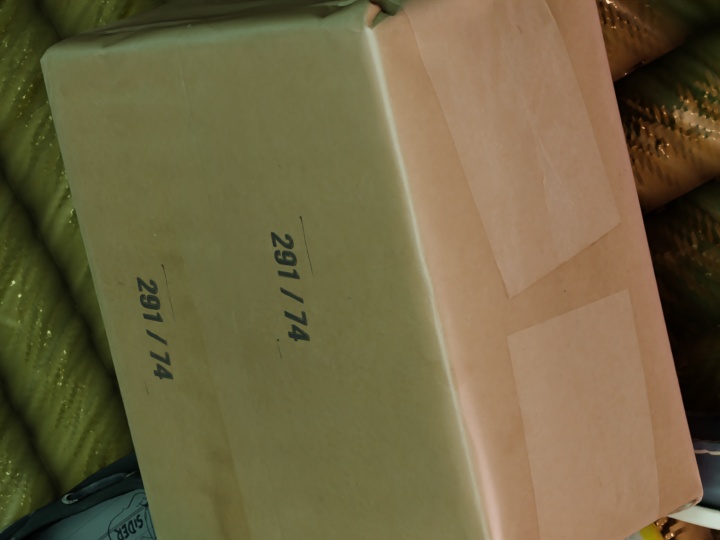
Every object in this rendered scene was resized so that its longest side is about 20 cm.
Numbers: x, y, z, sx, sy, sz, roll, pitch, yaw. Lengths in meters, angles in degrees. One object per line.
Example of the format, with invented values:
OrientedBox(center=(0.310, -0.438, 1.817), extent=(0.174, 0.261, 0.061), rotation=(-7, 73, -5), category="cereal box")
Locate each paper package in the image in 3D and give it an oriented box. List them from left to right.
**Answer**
OrientedBox(center=(0.000, 0.000, 0.884), extent=(0.190, 0.103, 0.200), rotation=(0, 108, 49), category="paper package")

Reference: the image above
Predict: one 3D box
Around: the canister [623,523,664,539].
OrientedBox(center=(0.022, 0.175, 0.898), extent=(0.200, 0.087, 0.149), rotation=(-18, 95, -8), category="canister")

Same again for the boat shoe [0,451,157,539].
OrientedBox(center=(-0.122, 0.133, 1.049), extent=(0.199, 0.066, 0.075), rotation=(-34, 88, 27), category="boat shoe")

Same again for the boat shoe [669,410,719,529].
OrientedBox(center=(0.169, 0.062, 0.891), extent=(0.200, 0.075, 0.062), rotation=(10, 105, 27), category="boat shoe")
